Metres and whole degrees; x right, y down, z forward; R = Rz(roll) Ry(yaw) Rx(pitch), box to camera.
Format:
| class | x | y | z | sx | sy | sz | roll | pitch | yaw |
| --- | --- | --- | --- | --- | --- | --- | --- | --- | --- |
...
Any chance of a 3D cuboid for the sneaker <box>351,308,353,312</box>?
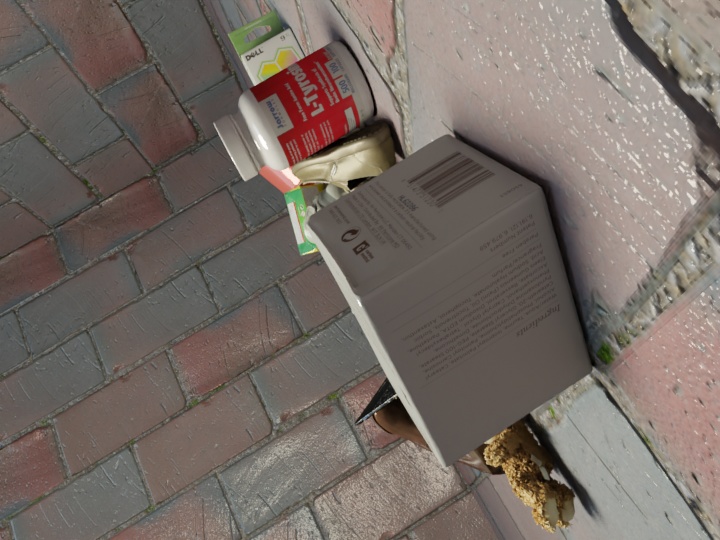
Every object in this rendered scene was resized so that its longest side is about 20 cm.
| class | x | y | z | sx | sy | sz | roll | pitch | yaw |
| --- | --- | --- | --- | --- | --- | --- | --- | --- | --- |
| sneaker | 0.000 | 0.000 | 1.009 | 0.197 | 0.115 | 0.076 | 29 | 135 | 15 |

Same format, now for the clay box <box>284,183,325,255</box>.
| class | x | y | z | sx | sy | sz | roll | pitch | yaw |
| --- | --- | --- | --- | --- | --- | --- | --- | --- | --- |
| clay box | -0.051 | -0.103 | 1.147 | 0.199 | 0.047 | 0.118 | -17 | -88 | -56 |

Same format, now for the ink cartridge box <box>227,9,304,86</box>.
| class | x | y | z | sx | sy | sz | roll | pitch | yaw |
| --- | --- | --- | --- | --- | --- | --- | --- | --- | --- |
| ink cartridge box | -0.151 | -0.367 | 1.115 | 0.203 | 0.102 | 0.059 | 62 | 174 | -9 |

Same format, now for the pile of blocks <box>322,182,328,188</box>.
| class | x | y | z | sx | sy | sz | roll | pitch | yaw |
| --- | --- | --- | --- | --- | --- | --- | --- | --- | --- |
| pile of blocks | -0.021 | -0.148 | 1.092 | 0.062 | 0.081 | 0.205 | -14 | 83 | 50 |

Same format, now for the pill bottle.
| class | x | y | z | sx | sy | sz | roll | pitch | yaw |
| --- | --- | --- | --- | --- | --- | --- | --- | --- | --- |
| pill bottle | -0.089 | -0.206 | 0.812 | 0.114 | 0.197 | 0.112 | 58 | 175 | 8 |

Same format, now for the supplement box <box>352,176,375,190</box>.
| class | x | y | z | sx | sy | sz | roll | pitch | yaw |
| --- | --- | --- | --- | --- | --- | --- | --- | --- | --- |
| supplement box | 0.065 | -0.053 | 0.803 | 0.128 | 0.073 | 0.200 | 63 | 175 | -22 |

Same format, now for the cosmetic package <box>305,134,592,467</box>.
| class | x | y | z | sx | sy | sz | roll | pitch | yaw |
| --- | --- | --- | --- | --- | --- | --- | --- | --- | --- |
| cosmetic package | 0.078 | 0.022 | 0.554 | 0.202 | 0.164 | 0.168 | 62 | 175 | -31 |

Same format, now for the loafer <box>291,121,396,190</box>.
| class | x | y | z | sx | sy | sz | roll | pitch | yaw |
| --- | --- | --- | --- | --- | --- | --- | --- | --- | --- |
| loafer | -0.026 | -0.144 | 0.846 | 0.198 | 0.076 | 0.068 | -5 | 118 | 53 |

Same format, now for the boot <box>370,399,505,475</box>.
| class | x | y | z | sx | sy | sz | roll | pitch | yaw |
| --- | --- | --- | --- | --- | --- | --- | --- | --- | --- |
| boot | 0.129 | 0.268 | 0.991 | 0.184 | 0.065 | 0.199 | 29 | 168 | -25 |

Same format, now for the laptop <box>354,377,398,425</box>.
| class | x | y | z | sx | sy | sz | roll | pitch | yaw |
| --- | --- | --- | --- | --- | --- | --- | --- | --- | --- |
| laptop | 0.054 | 0.120 | 0.979 | 0.103 | 0.177 | 0.200 | 46 | 130 | 0 |

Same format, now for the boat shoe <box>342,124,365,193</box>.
| class | x | y | z | sx | sy | sz | roll | pitch | yaw |
| --- | --- | --- | --- | --- | --- | --- | --- | --- | --- |
| boat shoe | -0.016 | -0.182 | 0.921 | 0.201 | 0.074 | 0.069 | 54 | 171 | 20 |

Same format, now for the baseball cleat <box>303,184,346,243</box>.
| class | x | y | z | sx | sy | sz | roll | pitch | yaw |
| --- | --- | --- | --- | --- | --- | --- | --- | --- | --- |
| baseball cleat | -0.033 | -0.049 | 0.980 | 0.069 | 0.105 | 0.203 | 35 | -149 | -46 |

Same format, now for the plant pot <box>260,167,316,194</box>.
| class | x | y | z | sx | sy | sz | roll | pitch | yaw |
| --- | --- | --- | --- | --- | --- | --- | --- | --- | --- |
| plant pot | -0.151 | -0.264 | 1.292 | 0.178 | 0.200 | 0.200 | 49 | 175 | 1 |

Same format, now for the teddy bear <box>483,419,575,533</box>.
| class | x | y | z | sx | sy | sz | roll | pitch | yaw |
| --- | --- | --- | --- | --- | --- | --- | --- | --- | --- |
| teddy bear | 0.225 | 0.273 | 0.861 | 0.201 | 0.067 | 0.144 | 52 | -150 | 20 |
